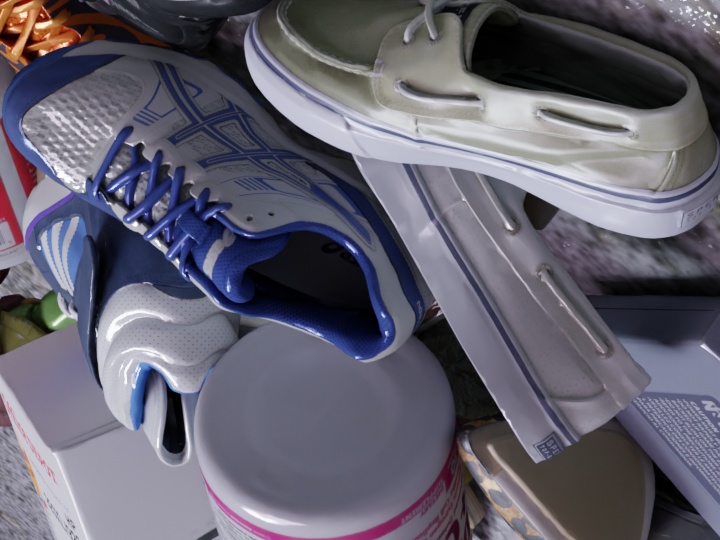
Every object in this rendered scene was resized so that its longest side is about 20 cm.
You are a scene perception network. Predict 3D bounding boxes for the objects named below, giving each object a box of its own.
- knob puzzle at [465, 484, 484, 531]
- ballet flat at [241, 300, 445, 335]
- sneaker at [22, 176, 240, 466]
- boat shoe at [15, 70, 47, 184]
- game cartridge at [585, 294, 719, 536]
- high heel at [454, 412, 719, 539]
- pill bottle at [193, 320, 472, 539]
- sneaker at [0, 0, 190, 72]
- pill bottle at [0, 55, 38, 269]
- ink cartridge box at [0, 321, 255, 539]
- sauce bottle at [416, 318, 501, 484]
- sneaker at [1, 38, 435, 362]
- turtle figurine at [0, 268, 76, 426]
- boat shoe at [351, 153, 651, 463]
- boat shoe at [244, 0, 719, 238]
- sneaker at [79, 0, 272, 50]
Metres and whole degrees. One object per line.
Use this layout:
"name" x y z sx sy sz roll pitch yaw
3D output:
"knob puzzle" -0.015 0.083 1.408 0.220 0.030 0.220 40 162 16
"ballet flat" 0.000 0.000 1.188 0.064 0.068 0.200 18 170 -37
"sneaker" -0.108 0.025 1.190 0.080 0.147 0.200 0 162 -19
"boat shoe" -0.117 -0.053 1.272 0.076 0.072 0.200 21 155 18
"game cartridge" 0.180 0.085 1.061 0.200 0.041 0.133 48 163 -21
"high heel" 0.080 0.101 1.162 0.200 0.072 0.142 25 168 -38
"pill bottle" -0.006 0.117 1.160 0.113 0.113 0.200 31 153 26
"sneaker" -0.160 -0.111 1.121 0.200 0.112 0.078 41 117 -16
"pill bottle" -0.206 -0.091 1.281 0.112 0.112 0.200 33 159 20
"ink cartridge box" -0.082 0.124 1.316 0.147 0.144 0.201 39 148 63
"sauce bottle" 0.034 0.077 1.248 0.065 0.065 0.200 40 156 3
"sneaker" -0.058 -0.030 1.053 0.199 0.088 0.075 23 117 -2
"turtle figurine" -0.153 0.023 1.458 0.193 0.145 0.200 -6 172 34
"boat shoe" 0.049 -0.026 1.015 0.200 0.070 0.071 61 -176 16
"boat shoe" 0.044 -0.074 0.940 0.199 0.072 0.062 19 140 25
"sneaker" -0.069 -0.128 1.032 0.088 0.076 0.200 43 170 -35
